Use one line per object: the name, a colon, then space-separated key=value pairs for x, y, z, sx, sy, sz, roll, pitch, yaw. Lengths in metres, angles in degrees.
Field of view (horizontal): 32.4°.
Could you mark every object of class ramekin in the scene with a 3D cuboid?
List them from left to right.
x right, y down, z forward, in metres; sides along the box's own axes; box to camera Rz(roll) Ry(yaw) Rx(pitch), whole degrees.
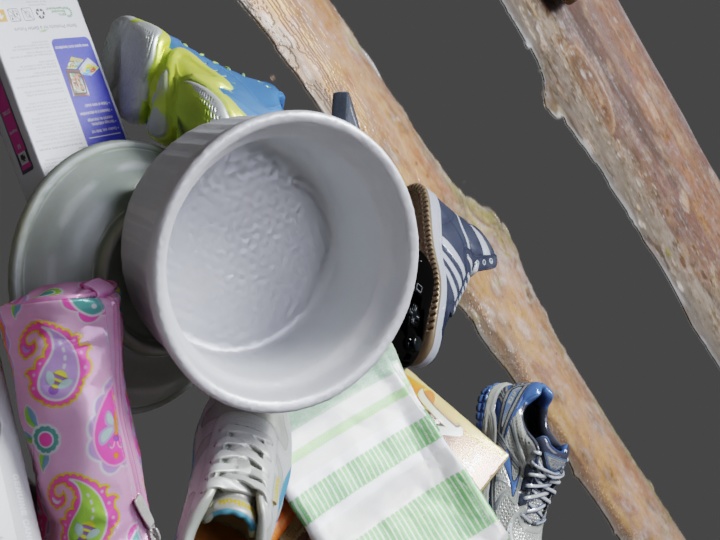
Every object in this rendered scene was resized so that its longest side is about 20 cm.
ramekin: x=-0.068 y=-0.012 z=0.853 sx=0.199 sy=0.097 sz=0.203 roll=-8 pitch=105 yaw=-31

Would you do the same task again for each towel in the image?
towel: x=0.017 y=0.163 z=0.951 sx=0.152 sy=0.023 sz=0.201 roll=-28 pitch=83 yaw=-35

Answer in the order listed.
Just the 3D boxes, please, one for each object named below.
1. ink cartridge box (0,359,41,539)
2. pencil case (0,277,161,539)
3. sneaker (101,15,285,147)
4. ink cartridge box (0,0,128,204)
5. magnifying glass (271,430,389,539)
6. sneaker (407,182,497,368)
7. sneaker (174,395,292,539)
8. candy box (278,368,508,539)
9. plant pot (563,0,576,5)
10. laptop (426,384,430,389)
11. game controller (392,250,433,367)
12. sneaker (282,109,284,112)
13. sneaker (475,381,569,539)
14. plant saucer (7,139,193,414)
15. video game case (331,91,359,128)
ink cartridge box: x=-0.288 y=0.106 z=0.730 sx=0.175 sy=0.044 sz=0.202 roll=-5 pitch=78 yaw=-53
pencil case: x=-0.179 y=0.108 z=0.808 sx=0.087 sy=0.087 sz=0.202 roll=-15 pitch=97 yaw=-54
sneaker: x=-0.125 y=-0.133 z=0.970 sx=0.104 sy=0.076 sz=0.200 roll=5 pitch=31 yaw=-42
ink cartridge box: x=-0.223 y=-0.108 z=0.930 sx=0.094 sy=0.037 sz=0.202 roll=-20 pitch=87 yaw=-54
magnifying glass: x=-0.044 y=0.160 z=0.956 sx=0.079 sy=0.023 sz=0.200 roll=31 pitch=49 yaw=11
sneaker: x=0.084 y=0.018 z=1.238 sx=0.108 sy=0.070 sz=0.202 roll=31 pitch=47 yaw=-38
sneaker: x=-0.084 y=0.154 z=0.851 sx=0.076 sy=0.081 sz=0.202 roll=13 pitch=57 yaw=-9
candy box: x=0.019 y=0.186 z=1.003 sx=0.115 sy=0.055 sz=0.200 roll=40 pitch=52 yaw=10
plant pot: x=0.294 y=-0.495 z=1.691 sx=0.175 sy=0.200 sz=0.200 roll=44 pitch=39 yaw=-3
laptop: x=0.051 y=0.205 z=1.111 sx=0.198 sy=0.104 sz=0.178 roll=-8 pitch=59 yaw=-29
game controller: x=0.000 y=0.000 z=1.011 sx=0.200 sy=0.042 sz=0.105 roll=40 pitch=66 yaw=-47
sneaker: x=-0.099 y=-0.086 z=1.035 sx=0.071 sy=0.073 sz=0.200 roll=39 pitch=37 yaw=4
sneaker: x=0.165 y=0.202 z=1.238 sx=0.077 sy=0.085 sz=0.202 roll=22 pitch=57 yaw=-45
plant saucer: x=-0.156 y=0.006 z=0.898 sx=0.199 sy=0.050 sz=0.203 roll=-2 pitch=93 yaw=-47
video game case: x=-0.009 y=-0.039 z=1.132 sx=0.143 sy=0.019 sz=0.202 roll=70 pitch=19 yaw=-58
